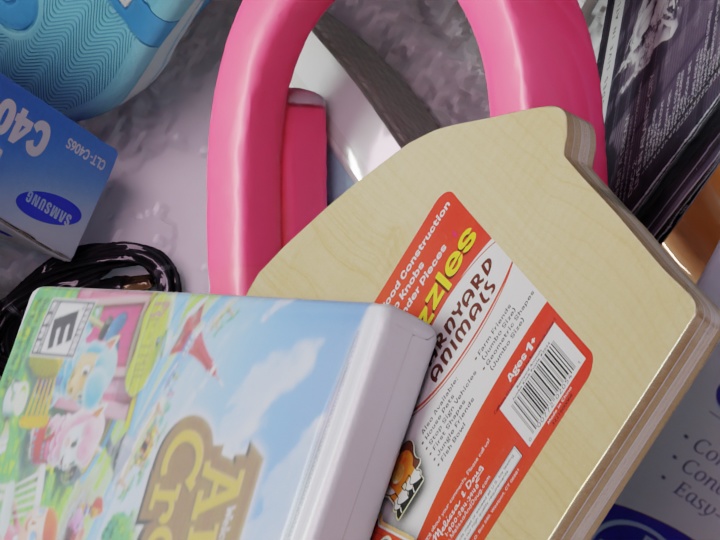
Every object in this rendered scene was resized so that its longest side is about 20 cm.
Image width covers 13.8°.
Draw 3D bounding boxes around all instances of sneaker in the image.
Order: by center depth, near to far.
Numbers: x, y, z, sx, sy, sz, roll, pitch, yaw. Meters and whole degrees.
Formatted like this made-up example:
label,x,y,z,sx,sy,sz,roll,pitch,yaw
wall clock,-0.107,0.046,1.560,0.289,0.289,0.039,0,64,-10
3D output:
label,x,y,z,sx,sy,sz,roll,pitch,yaw
sneaker,0.000,0.000,0.925,0.082,0.074,0.200,-38,59,13
sneaker,-0.045,-0.123,0.984,0.200,0.131,0.080,-33,90,47

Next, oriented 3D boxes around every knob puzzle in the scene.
label,x,y,z,sx,sy,sz,roll,pitch,yaw
knob puzzle,0.011,0.047,0.768,0.220,0.030,0.220,-41,36,39

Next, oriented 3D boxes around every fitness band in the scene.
label,x,y,z,sx,sy,sz,roll,pitch,yaw
fitness band,0.013,-0.006,0.843,0.144,0.037,0.200,-8,84,49

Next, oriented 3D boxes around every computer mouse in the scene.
label,x,y,z,sx,sy,sz,roll,pitch,yaw
computer mouse,-0.155,0.018,1.009,0.200,0.034,0.059,-3,72,14

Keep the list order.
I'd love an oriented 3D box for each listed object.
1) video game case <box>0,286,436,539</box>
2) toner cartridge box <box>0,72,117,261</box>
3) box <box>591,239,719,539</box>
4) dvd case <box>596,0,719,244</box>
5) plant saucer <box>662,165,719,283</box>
label,x,y,z,sx,sy,sz,roll,pitch,yaw
video game case,-0.070,0.101,0.791,0.182,0.022,0.200,2,69,55
toner cartridge box,-0.187,-0.062,0.992,0.200,0.095,0.043,18,82,34
box,0.174,0.034,0.751,0.184,0.105,0.200,32,129,12
dvd case,0.103,-0.093,0.796,0.016,0.200,0.149,18,56,-10
plant saucer,0.174,-0.063,0.893,0.200,0.037,0.200,-7,71,20
